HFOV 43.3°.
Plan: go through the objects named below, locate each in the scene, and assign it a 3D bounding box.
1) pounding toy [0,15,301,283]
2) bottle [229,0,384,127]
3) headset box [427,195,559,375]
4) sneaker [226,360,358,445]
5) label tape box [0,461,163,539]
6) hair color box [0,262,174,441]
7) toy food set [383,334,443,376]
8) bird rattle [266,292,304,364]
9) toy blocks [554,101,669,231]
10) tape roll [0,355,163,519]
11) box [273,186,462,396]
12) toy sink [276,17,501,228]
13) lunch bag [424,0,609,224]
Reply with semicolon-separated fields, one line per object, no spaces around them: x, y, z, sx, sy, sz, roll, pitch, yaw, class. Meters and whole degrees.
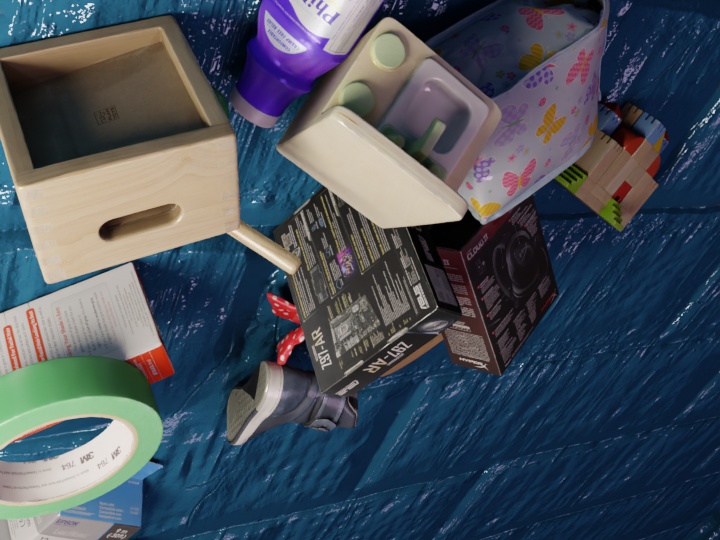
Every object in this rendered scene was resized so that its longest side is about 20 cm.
-0.169;-0.081;0.716;0.198;0.185;0.143;-17;143;-19;pounding toy
-0.040;-0.209;0.743;0.200;0.084;0.065;-50;167;27;bottle
0.143;-0.008;1.034;0.149;0.077;0.201;-48;129;-32;headset box
-0.083;0.173;1.131;0.145;0.078;0.202;7;155;-24;sneaker
-0.364;0.319;1.171;0.199;0.066;0.143;-39;144;15;label tape box
-0.296;0.084;0.890;0.198;0.111;0.064;-21;146;-12;hair color box
0.078;0.069;1.156;0.200;0.049;0.198;-41;166;21;toy food set
-0.008;0.046;1.074;0.199;0.113;0.163;-36;161;13;bird rattle
0.315;-0.137;1.101;0.137;0.100;0.199;-53;142;11;toy blocks
-0.288;0.161;0.854;0.199;0.048;0.201;-21;146;-15;tape roll
0.000;0.000;0.907;0.160;0.201;0.043;-39;145;29;box
0.028;-0.121;0.759;0.130;0.200;0.113;35;81;-14;toy sink
0.158;-0.175;0.890;0.199;0.127;0.170;-33;145;-16;lunch bag
